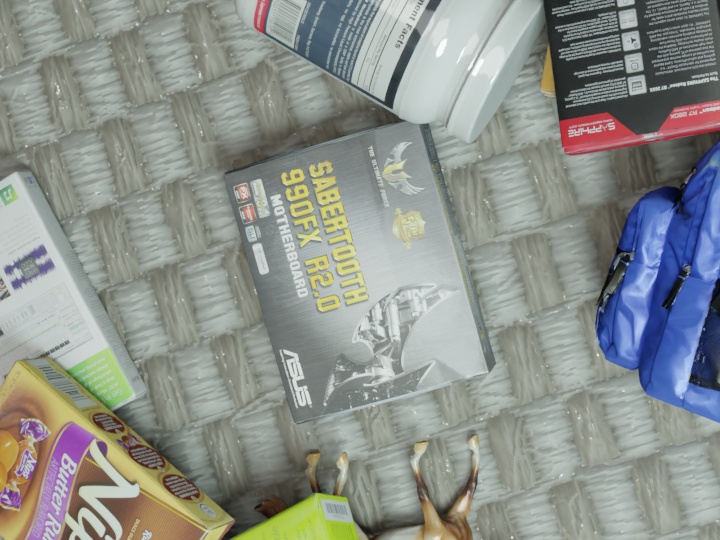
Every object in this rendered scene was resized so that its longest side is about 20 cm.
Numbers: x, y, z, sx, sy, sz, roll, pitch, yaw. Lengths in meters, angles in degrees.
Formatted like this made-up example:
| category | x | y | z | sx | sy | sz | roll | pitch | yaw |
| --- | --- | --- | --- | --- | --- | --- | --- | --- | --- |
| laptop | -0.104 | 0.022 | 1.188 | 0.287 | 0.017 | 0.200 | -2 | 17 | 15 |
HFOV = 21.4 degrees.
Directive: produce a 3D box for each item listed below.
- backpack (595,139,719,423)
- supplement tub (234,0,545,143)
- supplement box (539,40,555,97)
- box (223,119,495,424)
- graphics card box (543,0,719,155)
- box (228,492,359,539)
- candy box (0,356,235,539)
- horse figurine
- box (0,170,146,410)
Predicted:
| category | x | y | z | sx | sy | sz | roll | pitch | yaw |
| --- | --- | --- | --- | --- | --- | --- | --- | --- | --- |
| backpack | 0.264 | -0.004 | 1.328 | 0.167 | 0.162 | 0.201 | 21 | 100 | 12 |
| supplement tub | 0.023 | -0.194 | 1.369 | 0.200 | 0.140 | 0.141 | 31 | 100 | 7 |
| supplement box | 0.185 | -0.217 | 1.362 | 0.066 | 0.069 | 0.201 | 12 | 94 | 28 |
| box | 0.000 | 0.000 | 1.439 | 0.158 | 0.048 | 0.201 | -15 | 93 | 13 |
| graphics card box | 0.188 | -0.187 | 1.297 | 0.125 | 0.051 | 0.201 | -9 | 88 | 25 |
| box | -0.081 | 0.261 | 1.421 | 0.200 | 0.048 | 0.122 | -31 | 63 | 28 |
| candy box | -0.206 | 0.171 | 1.431 | 0.200 | 0.056 | 0.117 | 38 | 103 | 13 |
| horse figurine | 0.023 | 0.199 | 1.454 | 0.199 | 0.050 | 0.133 | -7 | 89 | 11 |
| box | -0.277 | 0.042 | 1.500 | 0.144 | 0.036 | 0.201 | -28 | 88 | 13 |
